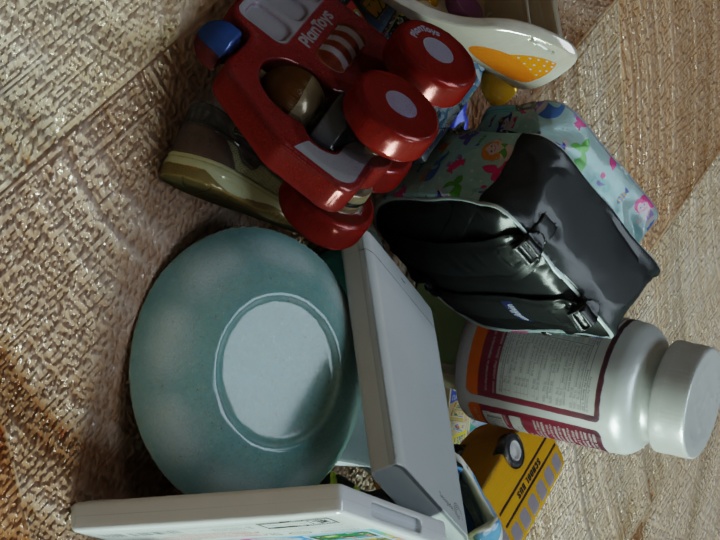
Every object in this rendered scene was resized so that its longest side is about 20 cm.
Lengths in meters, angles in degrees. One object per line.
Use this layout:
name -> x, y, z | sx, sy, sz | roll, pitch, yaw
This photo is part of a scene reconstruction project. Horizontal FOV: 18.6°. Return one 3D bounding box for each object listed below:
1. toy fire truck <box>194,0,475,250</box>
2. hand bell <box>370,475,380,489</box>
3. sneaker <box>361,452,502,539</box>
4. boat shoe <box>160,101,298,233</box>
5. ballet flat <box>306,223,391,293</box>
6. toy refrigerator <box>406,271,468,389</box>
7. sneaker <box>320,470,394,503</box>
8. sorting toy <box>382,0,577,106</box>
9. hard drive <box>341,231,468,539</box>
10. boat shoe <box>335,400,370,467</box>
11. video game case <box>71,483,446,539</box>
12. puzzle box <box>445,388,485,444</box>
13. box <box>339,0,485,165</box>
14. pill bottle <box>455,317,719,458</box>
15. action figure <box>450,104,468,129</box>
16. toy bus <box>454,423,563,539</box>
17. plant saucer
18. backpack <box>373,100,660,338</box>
toy fire truck -> -0.030, -0.122, 1.486 | 0.112, 0.168, 0.200 | -53, -179, 35
hand bell -> 0.025, 0.181, 1.825 | 0.104, 0.104, 0.201 | -52, 132, -42
sneaker -> 0.041, 0.146, 1.710 | 0.072, 0.200, 0.073 | -24, 154, -38
boat shoe -> -0.065, -0.069, 1.540 | 0.201, 0.071, 0.066 | 20, 87, -59
ballet flat -> 0.000, 0.000, 1.718 | 0.200, 0.069, 0.072 | 60, 30, -59
toy refrigerator -> 0.088, -0.004, 1.869 | 0.070, 0.075, 0.201 | 39, 65, -61
sneaker -> 0.021, 0.206, 1.666 | 0.076, 0.200, 0.076 | -53, 126, -10
sorting toy -> 0.051, -0.225, 1.607 | 0.179, 0.107, 0.201 | 22, 42, -25
hard drive -> 0.031, 0.085, 1.589 | 0.132, 0.027, 0.201 | 51, 26, -50
boat shoe -> -0.064, 0.103, 1.608 | 0.201, 0.086, 0.075 | 10, 83, -35
video game case -> -0.066, 0.173, 1.492 | 0.182, 0.199, 0.024 | 30, 57, -62
puzzle box -> 0.110, 0.141, 2.024 | 0.200, 0.025, 0.134 | -18, 116, -60
box -> 0.043, -0.191, 1.685 | 0.137, 0.040, 0.200 | 55, 46, -21
pill bottle -> 0.186, 0.088, 1.790 | 0.109, 0.199, 0.110 | -35, 131, -54
action figure -> 0.068, -0.103, 1.801 | 0.052, 0.065, 0.202 | -1, 100, -54
toy bus -> 0.099, 0.196, 1.816 | 0.079, 0.065, 0.200 | 61, 36, -20
plant saucer -> -0.067, 0.070, 1.528 | 0.200, 0.039, 0.203 | 2, 87, -37
backpack -> 0.115, -0.036, 1.688 | 0.178, 0.199, 0.151 | 46, 61, -26
